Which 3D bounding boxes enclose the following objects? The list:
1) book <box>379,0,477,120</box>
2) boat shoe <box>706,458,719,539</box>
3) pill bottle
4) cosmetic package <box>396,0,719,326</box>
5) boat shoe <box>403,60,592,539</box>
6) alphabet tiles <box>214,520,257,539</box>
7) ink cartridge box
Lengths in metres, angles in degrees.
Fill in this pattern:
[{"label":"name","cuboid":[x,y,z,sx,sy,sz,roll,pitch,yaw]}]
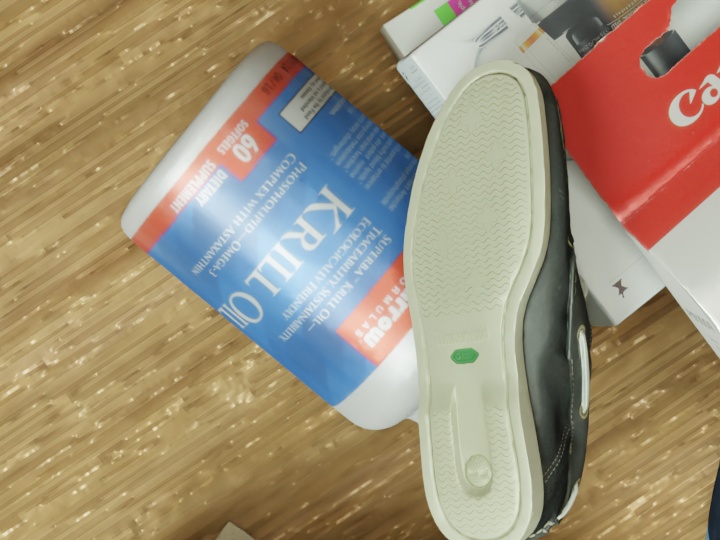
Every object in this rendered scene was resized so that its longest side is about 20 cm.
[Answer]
[{"label":"book","cuboid":[0.127,-0.112,1.014,0.199,0.048,0.134,-32,92,-3]},{"label":"boat shoe","cuboid":[0.215,0.056,1.011,0.084,0.069,0.201,6,92,-3]},{"label":"pill bottle","cuboid":[0.000,0.000,0.978,0.200,0.112,0.112,39,90,-3]},{"label":"cosmetic package","cuboid":[0.140,-0.094,0.971,0.200,0.052,0.151,-39,95,-6]},{"label":"boat shoe","cuboid":[0.063,0.014,0.907,0.072,0.067,0.201,2,95,39]},{"label":"alphabet tiles","cuboid":[-0.056,0.249,1.038,0.167,0.008,0.200,37,91,-4]},{"label":"ink cartridge box","cuboid":[0.194,-0.044,0.928,0.161,0.050,0.200,-41,113,-5]}]
